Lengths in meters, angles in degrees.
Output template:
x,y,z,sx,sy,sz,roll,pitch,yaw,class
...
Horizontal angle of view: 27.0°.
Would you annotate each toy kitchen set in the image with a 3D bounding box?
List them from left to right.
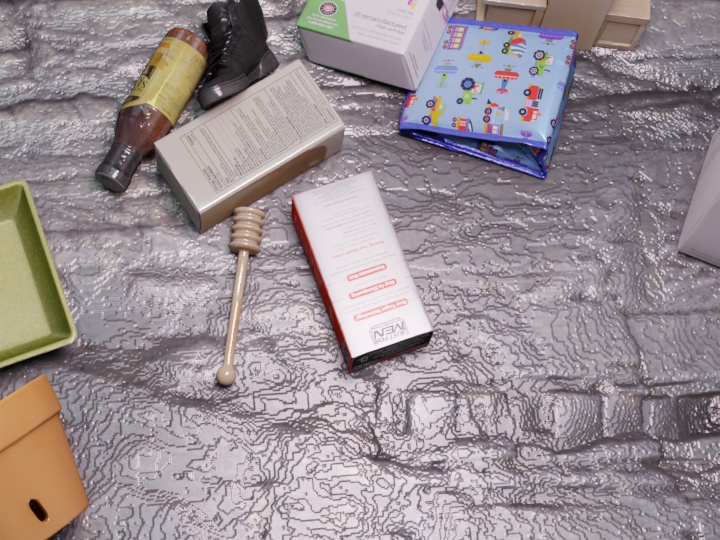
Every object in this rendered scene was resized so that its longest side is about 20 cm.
x,y,z,sx,sy,sz,roll,pitch,yaw,class
0.249,-0.384,1.778,0.197,0.163,0.183,7,70,-2,toy kitchen set

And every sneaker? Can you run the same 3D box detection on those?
x,y,z,sx,sy,sz,roll,pitch,yaw,class
-0.153,-0.258,1.718,0.060,0.200,0.105,-24,101,29,sneaker

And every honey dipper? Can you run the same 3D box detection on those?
x,y,z,sx,sy,sz,roll,pitch,yaw,class
-0.139,0.029,1.675,0.037,0.038,0.203,8,74,-1,honey dipper

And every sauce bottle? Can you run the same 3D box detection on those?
x,y,z,sx,sy,sz,roll,pitch,yaw,class
-0.240,-0.184,1.722,0.065,0.066,0.201,25,69,5,sauce bottle

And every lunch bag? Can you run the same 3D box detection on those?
x,y,z,sx,sy,sz,roll,pitch,yaw,class
0.141,-0.214,1.759,0.198,0.094,0.152,14,73,10,lunch bag

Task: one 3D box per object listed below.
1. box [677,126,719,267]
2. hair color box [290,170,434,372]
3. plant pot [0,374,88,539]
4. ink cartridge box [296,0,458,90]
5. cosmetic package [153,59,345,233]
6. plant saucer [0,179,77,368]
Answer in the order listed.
x,y,z,sx,sy,sz,roll,pitch,yaw,class
0.491,-0.091,1.677,0.197,0.200,0.173,22,69,3,box
0.000,0.000,1.680,0.100,0.061,0.202,-17,72,-10,hair color box
-0.367,0.217,1.519,0.199,0.200,0.141,-34,93,-15,plant pot
0.034,-0.331,1.766,0.143,0.084,0.202,18,70,21,ink cartridge box
-0.126,-0.142,1.713,0.199,0.071,0.106,-30,76,-14,cosmetic package
-0.430,0.025,1.645,0.198,0.048,0.202,-19,73,-11,plant saucer
